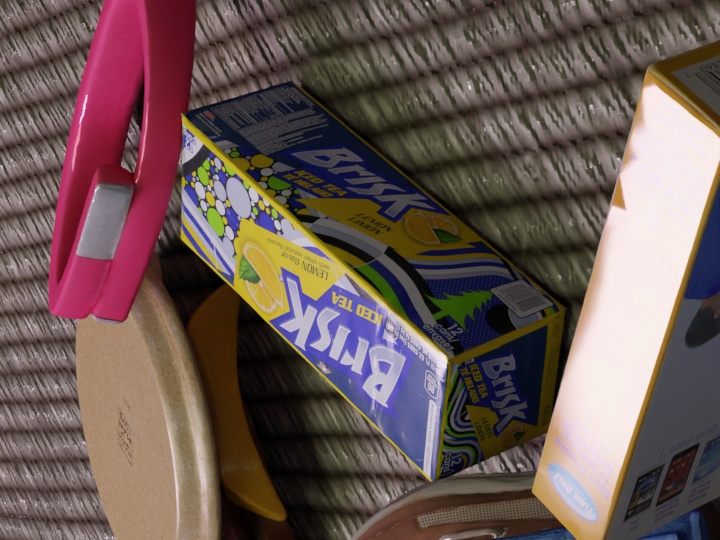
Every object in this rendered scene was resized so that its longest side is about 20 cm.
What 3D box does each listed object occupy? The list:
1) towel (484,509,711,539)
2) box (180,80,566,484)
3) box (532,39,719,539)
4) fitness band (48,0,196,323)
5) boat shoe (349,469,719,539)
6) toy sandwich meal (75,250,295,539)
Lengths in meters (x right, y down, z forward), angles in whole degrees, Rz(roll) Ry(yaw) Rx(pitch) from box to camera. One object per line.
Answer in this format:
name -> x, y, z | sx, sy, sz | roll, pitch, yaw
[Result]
towel -> 0.089, 0.187, 0.757 | 0.111, 0.048, 0.202 | -14, 86, 29
box -> 0.000, 0.000, 0.937 | 0.200, 0.064, 0.070 | 43, 141, 40
box -> 0.122, 0.009, 0.686 | 0.041, 0.118, 0.201 | 45, 143, 35
fitness band -> -0.116, -0.062, 1.059 | 0.200, 0.037, 0.144 | 118, 157, -51
boat shoe -> 0.053, 0.122, 0.846 | 0.199, 0.072, 0.076 | -28, 108, 38
toy sandwich meal -> -0.089, 0.085, 1.141 | 0.205, 0.070, 0.207 | 169, 90, -67
